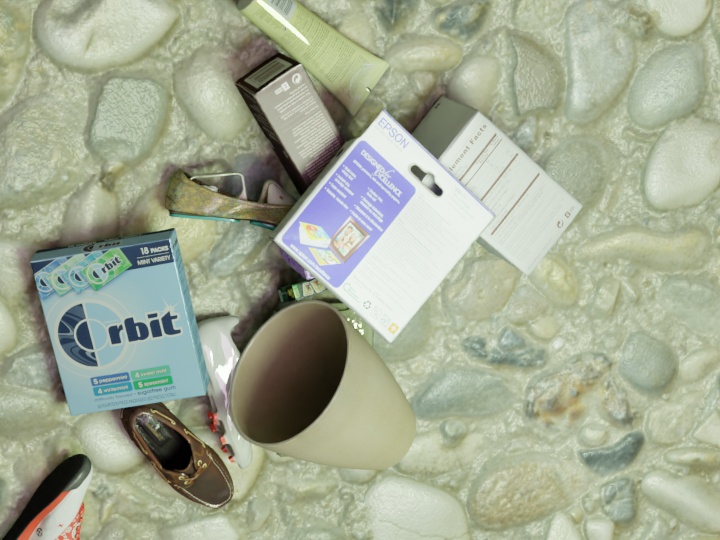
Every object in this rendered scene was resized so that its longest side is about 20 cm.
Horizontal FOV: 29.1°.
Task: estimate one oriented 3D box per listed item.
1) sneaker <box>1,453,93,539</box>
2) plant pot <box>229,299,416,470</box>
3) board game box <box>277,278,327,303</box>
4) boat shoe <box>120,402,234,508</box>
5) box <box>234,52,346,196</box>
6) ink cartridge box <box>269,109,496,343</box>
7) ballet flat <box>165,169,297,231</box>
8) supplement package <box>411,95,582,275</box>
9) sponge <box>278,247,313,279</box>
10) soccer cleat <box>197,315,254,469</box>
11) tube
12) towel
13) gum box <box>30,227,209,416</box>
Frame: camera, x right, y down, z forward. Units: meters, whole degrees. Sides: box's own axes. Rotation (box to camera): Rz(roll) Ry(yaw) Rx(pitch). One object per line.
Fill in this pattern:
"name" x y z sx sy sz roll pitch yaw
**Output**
"sneaker" -0.365 0.326 1.709 0.108 0.067 0.202 36 95 -26
"plant pot" -0.025 0.165 1.694 0.188 0.187 0.200 -52 130 1
"board game box" 0.000 0.000 1.720 0.198 0.105 0.024 -18 93 -13
"boat shoe" -0.227 0.233 1.728 0.070 0.070 0.200 -44 116 -4
"box" -0.064 -0.152 1.655 0.075 0.100 0.201 -35 113 -7
"ink cartridge box" 0.027 -0.052 1.627 0.198 0.043 0.200 42 87 -19
"ballet flat" -0.132 -0.081 1.654 0.198 0.071 0.071 10 103 -5
"supplement package" 0.156 -0.107 1.736 0.200 0.117 0.118 39 91 -25
"sponge" 0.007 -0.041 1.706 0.198 0.112 0.030 -17 109 -14
"soccer cleat" -0.158 0.153 1.731 0.077 0.069 0.202 -21 109 -16
"tube" -0.058 -0.270 1.652 0.199 0.052 0.058 35 131 -28
"towel" -0.050 0.140 1.781 0.147 0.036 0.202 -6 108 -17
"gum box" -0.282 0.062 1.642 0.168 0.045 0.202 -9 109 4
